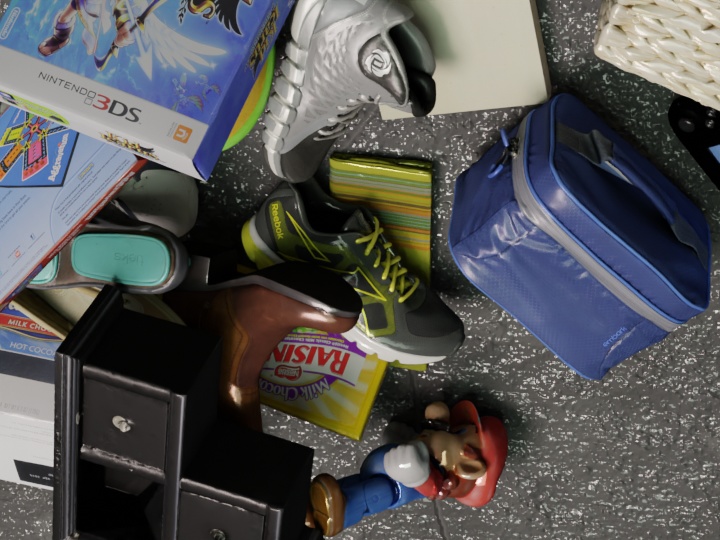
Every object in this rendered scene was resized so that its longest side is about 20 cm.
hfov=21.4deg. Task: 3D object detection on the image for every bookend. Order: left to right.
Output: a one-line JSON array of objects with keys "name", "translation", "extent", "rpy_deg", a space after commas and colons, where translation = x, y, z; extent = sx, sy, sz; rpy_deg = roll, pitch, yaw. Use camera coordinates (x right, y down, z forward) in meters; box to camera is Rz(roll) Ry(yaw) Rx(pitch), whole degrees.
[{"name": "bookend", "translation": [-0.124, 0.139, 1.441], "extent": [0.199, 0.092, 0.199], "rpy_deg": [16, 127, 10]}]

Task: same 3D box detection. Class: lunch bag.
[{"name": "lunch bag", "translation": [0.166, -0.035, 1.420], "extent": [0.200, 0.136, 0.132], "rpy_deg": [39, 123, -22]}]

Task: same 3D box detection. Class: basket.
[{"name": "basket", "translation": [0.268, -0.188, 1.301], "extent": [0.199, 0.136, 0.124], "rpy_deg": [24, 130, -4]}]

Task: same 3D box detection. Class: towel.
[{"name": "towel", "translation": [0.017, -0.006, 1.557], "extent": [0.086, 0.018, 0.201], "rpy_deg": [10, 127, 14]}]

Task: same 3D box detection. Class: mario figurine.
[{"name": "mario figurine", "translation": [0.033, 0.150, 1.580], "extent": [0.199, 0.123, 0.106], "rpy_deg": [-15, 130, -30]}]

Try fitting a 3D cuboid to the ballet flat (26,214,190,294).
[{"name": "ballet flat", "translation": [-0.221, -0.018, 1.483], "extent": [0.199, 0.073, 0.073], "rpy_deg": [9, 126, 17]}]

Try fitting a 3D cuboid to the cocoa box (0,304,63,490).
[{"name": "cocoa box", "translation": [-0.293, 0.092, 1.607], "extent": [0.199, 0.132, 0.134], "rpy_deg": [11, 148, 6]}]

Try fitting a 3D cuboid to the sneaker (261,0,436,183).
[{"name": "sneaker", "translation": [-0.003, -0.124, 1.413], "extent": [0.115, 0.075, 0.200], "rpy_deg": [28, 137, 15]}]

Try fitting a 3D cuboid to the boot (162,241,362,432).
[{"name": "boot", "translation": [-0.085, 0.092, 1.492], "extent": [0.188, 0.068, 0.201], "rpy_deg": [10, 106, 25]}]

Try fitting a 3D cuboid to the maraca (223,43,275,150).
[{"name": "maraca", "translation": [-0.131, -0.185, 1.419], "extent": [0.136, 0.107, 0.201], "rpy_deg": [-2, 98, 9]}]

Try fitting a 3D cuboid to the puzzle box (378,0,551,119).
[{"name": "puzzle box", "translation": [0.060, -0.209, 1.400], "extent": [0.132, 0.025, 0.201], "rpy_deg": [-4, 123, 17]}]

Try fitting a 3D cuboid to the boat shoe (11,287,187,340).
[{"name": "boat shoe", "translation": [-0.214, 0.038, 1.510], "extent": [0.200, 0.063, 0.073], "rpy_deg": [36, 124, 22]}]

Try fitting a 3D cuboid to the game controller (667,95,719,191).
[{"name": "game controller", "translation": [0.315, -0.063, 1.413], "extent": [0.200, 0.042, 0.104], "rpy_deg": [48, 156, -20]}]

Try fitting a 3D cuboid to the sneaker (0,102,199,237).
[{"name": "sneaker", "translation": [-0.211, -0.081, 1.488], "extent": [0.079, 0.130, 0.200], "rpy_deg": [-19, 117, 26]}]

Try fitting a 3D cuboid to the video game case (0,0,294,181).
[{"name": "video game case", "translation": [-0.149, -0.186, 1.347], "extent": [0.181, 0.201, 0.045], "rpy_deg": [21, 167, 15]}]

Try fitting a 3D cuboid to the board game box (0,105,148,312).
[{"name": "board game box", "translation": [-0.250, -0.061, 1.420], "extent": [0.200, 0.019, 0.103], "rpy_deg": [-42, 81, 28]}]

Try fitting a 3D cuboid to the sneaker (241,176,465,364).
[{"name": "sneaker", "translation": [0.000, 0.000, 1.505], "extent": [0.200, 0.075, 0.085], "rpy_deg": [31, 130, 0]}]

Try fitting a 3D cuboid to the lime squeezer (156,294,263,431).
[{"name": "lime squeezer", "translation": [-0.127, 0.066, 1.613], "extent": [0.200, 0.071, 0.038], "rpy_deg": [47, 155, 16]}]

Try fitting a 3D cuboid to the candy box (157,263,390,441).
[{"name": "candy box", "translation": [-0.075, 0.059, 1.569], "extent": [0.199, 0.026, 0.103], "rpy_deg": [20, 84, 5]}]
